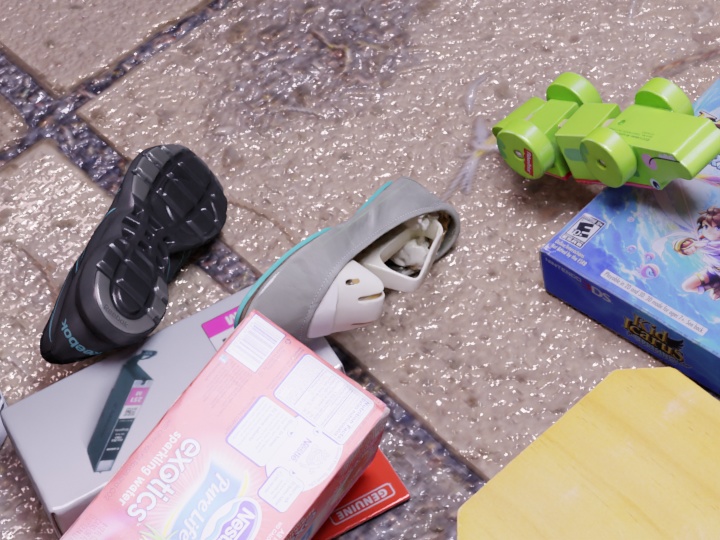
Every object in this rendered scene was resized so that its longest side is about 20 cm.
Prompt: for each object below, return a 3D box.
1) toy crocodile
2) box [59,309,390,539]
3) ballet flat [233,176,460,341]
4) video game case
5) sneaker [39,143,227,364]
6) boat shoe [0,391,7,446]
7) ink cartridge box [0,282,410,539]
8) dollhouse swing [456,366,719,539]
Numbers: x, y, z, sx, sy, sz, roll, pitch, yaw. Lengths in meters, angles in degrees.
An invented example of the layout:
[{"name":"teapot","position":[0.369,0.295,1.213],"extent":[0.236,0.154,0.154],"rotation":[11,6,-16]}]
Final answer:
[{"name":"toy crocodile","position":[0.151,-0.079,1.514],"extent":[0.068,0.062,0.200],"rotation":[-44,30,-25]},{"name":"box","position":[-0.083,0.138,1.377],"extent":[0.102,0.095,0.200],"rotation":[34,68,10]},{"name":"ballet flat","position":[0.000,0.000,1.488],"extent":[0.064,0.068,0.200],"rotation":[30,38,17]},{"name":"video game case","position":[0.243,-0.013,1.494],"extent":[0.200,0.046,0.181],"rotation":[32,62,33]},{"name":"sneaker","position":[-0.151,-0.012,1.558],"extent":[0.079,0.075,0.200],"rotation":[-36,15,35]},{"name":"boat shoe","position":[-0.276,0.134,1.466],"extent":[0.073,0.068,0.200],"rotation":[16,56,24]},{"name":"ink cartridge box","position":[-0.096,0.110,1.466],"extent":[0.200,0.044,0.174],"rotation":[-26,49,-10]},{"name":"dollhouse swing","position":[0.168,0.184,1.262],"extent":[0.200,0.182,0.176],"rotation":[-40,45,-26]}]
